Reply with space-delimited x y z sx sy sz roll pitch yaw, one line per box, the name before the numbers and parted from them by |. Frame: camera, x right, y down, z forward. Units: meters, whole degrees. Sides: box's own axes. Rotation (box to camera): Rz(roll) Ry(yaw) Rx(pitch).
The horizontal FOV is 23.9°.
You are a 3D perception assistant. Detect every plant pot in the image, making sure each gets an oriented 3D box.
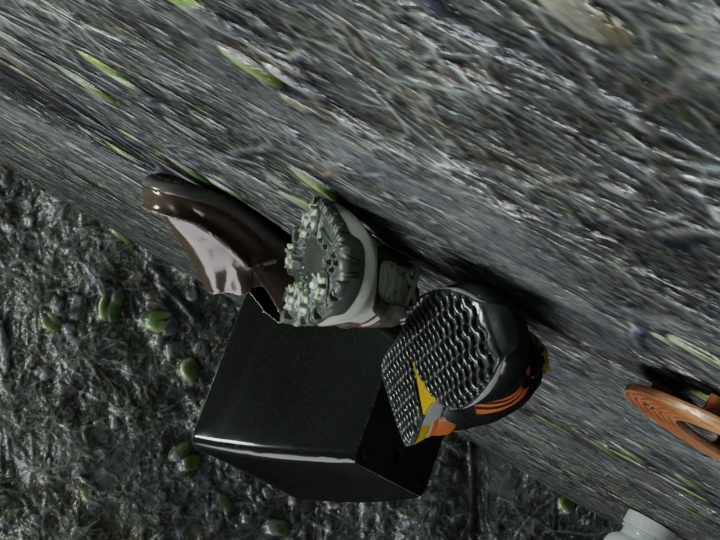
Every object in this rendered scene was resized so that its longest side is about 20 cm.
plant pot | -0.018 0.129 1.716 0.177 0.201 0.200 10 164 38

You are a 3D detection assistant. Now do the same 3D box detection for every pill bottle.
pill bottle | 0.399 0.470 2.591 0.108 0.201 0.109 29 175 3

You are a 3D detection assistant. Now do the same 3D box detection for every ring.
ring | 0.243 0.111 0.980 0.200 0.019 0.200 30 176 2

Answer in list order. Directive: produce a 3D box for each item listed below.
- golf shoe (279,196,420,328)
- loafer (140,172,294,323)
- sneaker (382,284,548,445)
golf shoe | 0.000 0.000 1.050 0.087 0.078 0.200 7 177 -6
loafer | -0.104 -0.013 1.385 0.200 0.071 0.073 33 173 -37
sneaker | 0.077 0.049 1.020 0.089 0.070 0.200 -13 165 -18
